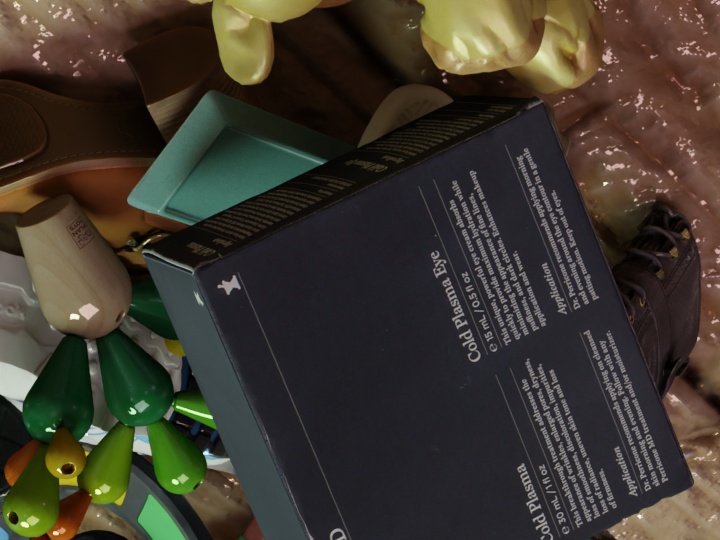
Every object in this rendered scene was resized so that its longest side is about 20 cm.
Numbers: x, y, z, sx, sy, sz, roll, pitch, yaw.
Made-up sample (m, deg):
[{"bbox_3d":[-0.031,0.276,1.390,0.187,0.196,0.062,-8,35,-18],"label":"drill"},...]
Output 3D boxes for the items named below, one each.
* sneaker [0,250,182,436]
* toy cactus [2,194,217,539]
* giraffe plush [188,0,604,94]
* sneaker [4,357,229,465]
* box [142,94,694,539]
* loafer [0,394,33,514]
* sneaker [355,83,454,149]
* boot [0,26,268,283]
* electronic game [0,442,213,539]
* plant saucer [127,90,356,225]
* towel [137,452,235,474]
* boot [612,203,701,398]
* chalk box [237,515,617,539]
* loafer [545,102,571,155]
[{"bbox_3d":[-0.176,0.030,1.290,0.200,0.077,0.080,29,156,-38],"label":"sneaker"},{"bbox_3d":[-0.114,0.043,1.238,0.200,0.102,0.166,-39,115,-30],"label":"toy cactus"},{"bbox_3d":[0.000,-0.157,1.159,0.161,0.174,0.200,-13,152,30],"label":"giraffe plush"},{"bbox_3d":[-0.158,0.061,1.383,0.199,0.075,0.087,24,138,-14],"label":"sneaker"},{"bbox_3d":[0.025,0.045,1.191,0.181,0.104,0.201,-25,102,-15],"label":"box"},{"bbox_3d":[-0.218,0.100,1.348,0.199,0.073,0.072,5,153,48],"label":"loafer"},{"bbox_3d":[0.000,0.000,1.303,0.075,0.084,0.201,8,100,-30],"label":"sneaker"},{"bbox_3d":[-0.135,-0.035,1.299,0.199,0.077,0.156,-24,140,-1],"label":"boot"},{"bbox_3d":[-0.144,0.185,1.440,0.042,0.200,0.200,-24,153,-48],"label":"electronic game"},{"bbox_3d":[-0.034,-0.037,1.292,0.070,0.019,0.200,-52,149,13],"label":"plant saucer"},{"bbox_3d":[-0.014,0.068,1.462,0.199,0.024,0.147,13,128,-29],"label":"towel"},{"bbox_3d":[0.129,0.024,1.370,0.069,0.174,0.201,16,139,25],"label":"boot"},{"bbox_3d":[0.025,0.149,1.428,0.200,0.124,0.124,28,99,-37],"label":"chalk box"},{"bbox_3d":[0.060,-0.005,1.355,0.068,0.076,0.200,27,124,-11],"label":"loafer"}]
